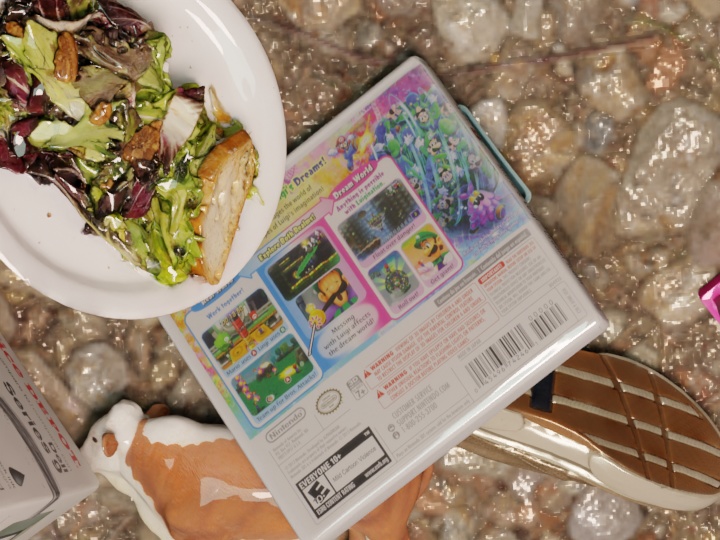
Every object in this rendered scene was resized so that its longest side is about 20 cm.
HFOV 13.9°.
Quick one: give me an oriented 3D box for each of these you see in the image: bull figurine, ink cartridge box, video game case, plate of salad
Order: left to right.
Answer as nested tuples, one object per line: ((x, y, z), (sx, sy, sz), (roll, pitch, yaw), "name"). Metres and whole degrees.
((-0.229, 0.080, 1.529), (0.084, 0.200, 0.146), (-35, 84, 9), "ink cartridge box")
((-0.120, -0.076, 1.528), (0.199, 0.048, 0.201), (5, 81, -30), "plate of salad")
((-0.059, 0.130, 1.626), (0.199, 0.065, 0.122), (-1, 108, 3), "bull figurine")
((0.003, 0.017, 1.569), (0.200, 0.024, 0.182), (-38, 70, 11), "video game case")

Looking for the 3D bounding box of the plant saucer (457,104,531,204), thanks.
((0.000, 0.000, 1.595), (0.200, 0.019, 0.070), (-40, 68, 10), "plant saucer")

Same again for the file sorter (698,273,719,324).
((0.303, 0.018, 1.557), (0.200, 0.125, 0.139), (-39, 102, 11), "file sorter")

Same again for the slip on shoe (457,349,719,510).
((0.104, 0.083, 1.615), (0.199, 0.076, 0.061), (19, 145, -13), "slip on shoe")
